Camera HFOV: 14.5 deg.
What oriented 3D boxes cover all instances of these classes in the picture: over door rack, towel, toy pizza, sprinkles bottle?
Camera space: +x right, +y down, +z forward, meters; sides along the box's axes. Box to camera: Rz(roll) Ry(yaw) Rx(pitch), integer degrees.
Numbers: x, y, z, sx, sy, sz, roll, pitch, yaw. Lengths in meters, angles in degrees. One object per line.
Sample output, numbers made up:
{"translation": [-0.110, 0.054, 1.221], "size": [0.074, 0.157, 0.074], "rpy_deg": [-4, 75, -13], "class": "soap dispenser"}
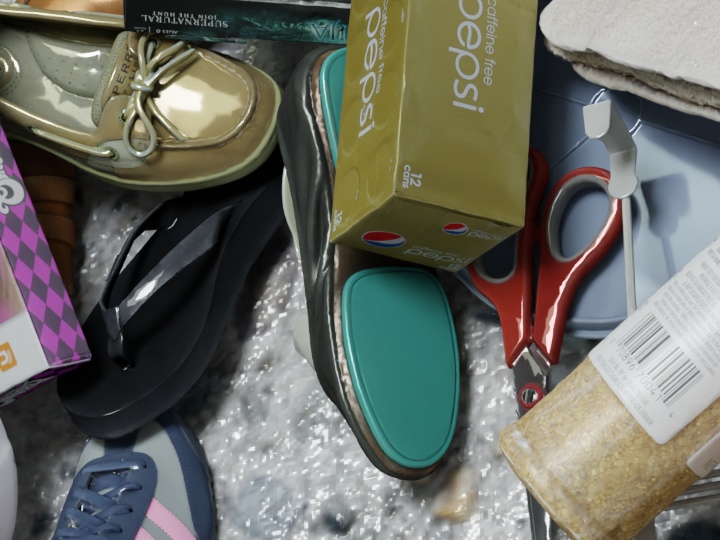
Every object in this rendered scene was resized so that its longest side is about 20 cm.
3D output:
{"translation": [0.177, 0.017, 1.150], "size": [0.147, 0.067, 0.201], "rpy_deg": [-13, 66, 20], "class": "over door rack"}
{"translation": [0.161, -0.122, 1.157], "size": [0.133, 0.035, 0.200], "rpy_deg": [-48, 31, -11], "class": "towel"}
{"translation": [0.117, -0.064, 1.251], "size": [0.199, 0.032, 0.202], "rpy_deg": [-9, 68, 24], "class": "toy pizza"}
{"translation": [0.145, 0.022, 1.085], "size": [0.200, 0.068, 0.068], "rpy_deg": [-42, 50, 6], "class": "sprinkles bottle"}

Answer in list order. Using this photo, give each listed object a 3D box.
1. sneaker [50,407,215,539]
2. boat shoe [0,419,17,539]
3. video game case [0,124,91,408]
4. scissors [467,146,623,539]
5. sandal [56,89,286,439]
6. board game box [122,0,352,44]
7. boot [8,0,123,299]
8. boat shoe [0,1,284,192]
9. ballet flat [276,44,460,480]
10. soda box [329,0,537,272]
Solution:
{"translation": [-0.110, 0.129, 1.234], "size": [0.070, 0.082, 0.201], "rpy_deg": [-16, 50, 20], "class": "sneaker"}
{"translation": [-0.203, 0.049, 1.252], "size": [0.072, 0.066, 0.201], "rpy_deg": [5, 107, 32], "class": "boat shoe"}
{"translation": [-0.228, -0.016, 1.325], "size": [0.181, 0.036, 0.201], "rpy_deg": [-27, 82, 36], "class": "video game case"}
{"translation": [0.068, 0.043, 1.214], "size": [0.073, 0.014, 0.201], "rpy_deg": [5, 76, 26], "class": "scissors"}
{"translation": [-0.083, -0.010, 1.313], "size": [0.076, 0.043, 0.201], "rpy_deg": [7, 56, 42], "class": "sandal"}
{"translation": [-0.034, -0.180, 1.353], "size": [0.134, 0.028, 0.201], "rpy_deg": [4, 43, 2], "class": "board game box"}
{"translation": [-0.153, -0.057, 1.389], "size": [0.199, 0.074, 0.156], "rpy_deg": [-22, 59, 17], "class": "boot"}
{"translation": [-0.131, -0.089, 1.319], "size": [0.200, 0.063, 0.074], "rpy_deg": [17, 78, 24], "class": "boat shoe"}
{"translation": [0.000, 0.000, 1.261], "size": [0.068, 0.068, 0.201], "rpy_deg": [-29, 64, 54], "class": "ballet flat"}
{"translation": [0.035, -0.106, 1.232], "size": [0.068, 0.064, 0.201], "rpy_deg": [145, 134, -59], "class": "soda box"}
